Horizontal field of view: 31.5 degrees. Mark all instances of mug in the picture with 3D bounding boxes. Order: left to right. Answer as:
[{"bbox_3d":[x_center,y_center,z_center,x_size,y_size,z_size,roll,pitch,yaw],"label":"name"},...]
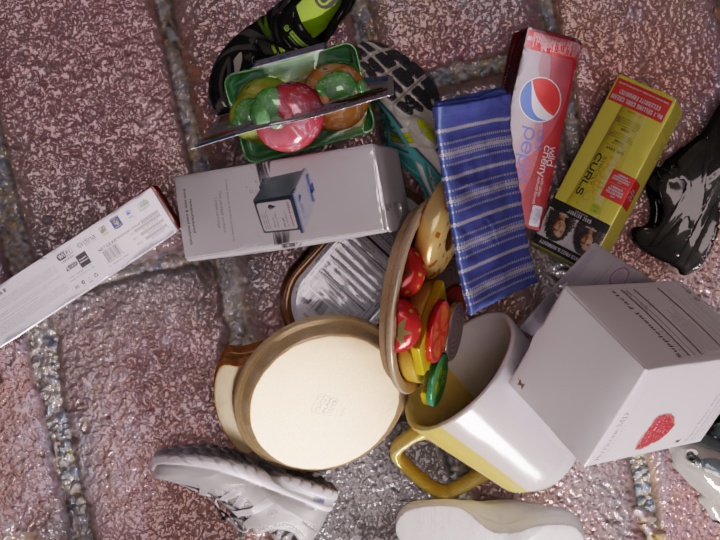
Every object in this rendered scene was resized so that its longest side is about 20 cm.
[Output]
[{"bbox_3d":[0.138,0.153,1.329,0.153,0.186,0.151,42,55,-21],"label":"mug"}]

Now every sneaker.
[{"bbox_3d":[-0.124,0.235,1.314,0.197,0.075,0.083,18,90,-8],"label":"sneaker"},{"bbox_3d":[-0.080,-0.234,1.287,0.200,0.083,0.071,-44,98,-1],"label":"sneaker"},{"bbox_3d":[0.045,-0.146,1.311,0.077,0.080,0.201,-25,78,-44],"label":"sneaker"},{"bbox_3d":[0.135,0.271,1.347,0.196,0.089,0.077,6,105,3],"label":"sneaker"},{"bbox_3d":[0.355,-0.101,1.360,0.090,0.076,0.203,22,88,-1],"label":"sneaker"}]

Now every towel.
[{"bbox_3d":[0.123,-0.071,1.236,0.024,0.144,0.204,-6,97,33],"label":"towel"}]

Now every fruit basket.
[{"bbox_3d":[-0.059,-0.156,1.174,0.182,0.200,0.095,-14,98,5],"label":"fruit basket"}]

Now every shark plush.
[{"bbox_3d":[0.377,0.195,1.403,0.199,0.091,0.083,39,68,12],"label":"shark plush"}]

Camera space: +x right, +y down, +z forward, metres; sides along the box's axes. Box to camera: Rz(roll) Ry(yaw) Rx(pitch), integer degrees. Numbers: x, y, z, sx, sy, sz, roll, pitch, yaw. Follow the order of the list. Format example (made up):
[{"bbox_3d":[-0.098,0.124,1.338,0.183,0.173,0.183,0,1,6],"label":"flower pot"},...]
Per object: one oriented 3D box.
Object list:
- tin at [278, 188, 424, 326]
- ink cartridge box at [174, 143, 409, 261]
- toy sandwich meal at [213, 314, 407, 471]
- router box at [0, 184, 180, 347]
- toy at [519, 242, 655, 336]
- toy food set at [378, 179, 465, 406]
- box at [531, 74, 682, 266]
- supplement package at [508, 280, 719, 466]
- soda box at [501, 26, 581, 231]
[{"bbox_3d":[0.000,0.000,1.337,0.112,0.042,0.201,41,88,-12],"label":"tin"},{"bbox_3d":[-0.062,-0.065,1.242,0.197,0.146,0.087,-10,91,11],"label":"ink cartridge box"},{"bbox_3d":[-0.050,0.120,1.307,0.202,0.070,0.208,-7,119,-13],"label":"toy sandwich meal"},{"bbox_3d":[-0.268,-0.008,1.229,0.199,0.179,0.049,-34,97,-5],"label":"router box"},{"bbox_3d":[0.256,0.041,1.333,0.199,0.047,0.116,28,109,-36],"label":"toy"},{"bbox_3d":[0.069,0.024,1.254,0.048,0.199,0.202,9,55,18],"label":"toy food set"},{"bbox_3d":[0.260,-0.098,1.344,0.075,0.050,0.202,29,90,23],"label":"box"},{"bbox_3d":[0.264,0.095,1.231,0.198,0.120,0.122,-2,129,-43],"label":"supplement package"},{"bbox_3d":[0.173,-0.146,1.332,0.062,0.070,0.203,13,93,-7],"label":"soda box"}]
